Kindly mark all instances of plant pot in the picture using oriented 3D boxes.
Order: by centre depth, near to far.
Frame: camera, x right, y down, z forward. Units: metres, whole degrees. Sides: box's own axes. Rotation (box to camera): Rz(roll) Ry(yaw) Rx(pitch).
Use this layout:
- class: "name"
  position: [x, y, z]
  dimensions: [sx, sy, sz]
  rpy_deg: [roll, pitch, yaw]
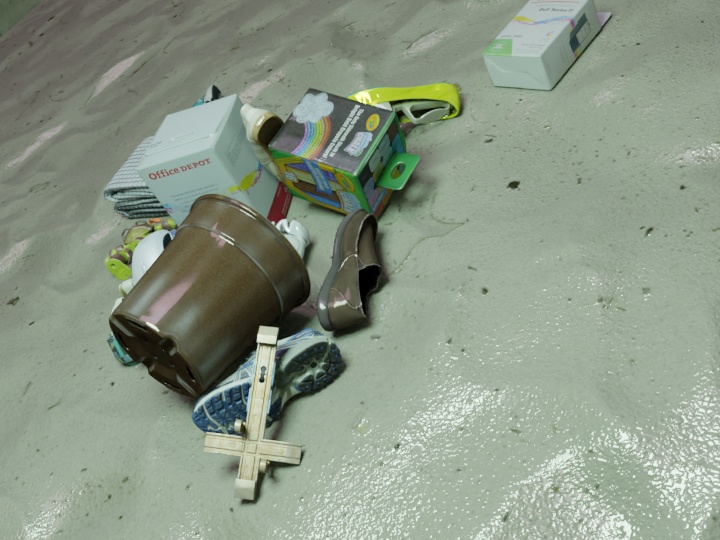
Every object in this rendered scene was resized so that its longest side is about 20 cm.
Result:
- class: "plant pot"
  position: [-0.201, 0.040, 1.074]
  dimensions: [0.200, 0.201, 0.198]
  rpy_deg: [9, 48, 40]

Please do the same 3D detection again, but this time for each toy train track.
- class: "toy train track"
  position: [-0.121, 0.163, 0.975]
  dimensions: [0.114, 0.033, 0.201]
  rpy_deg: [6, 74, 3]

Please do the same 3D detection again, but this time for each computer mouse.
- class: "computer mouse"
  position: [-0.306, 0.020, 1.230]
  dimensions: [0.109, 0.044, 0.201]
  rpy_deg: [-28, 56, 19]

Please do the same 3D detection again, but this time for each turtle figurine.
- class: "turtle figurine"
  position: [-0.353, -0.051, 1.381]
  dimensions: [0.199, 0.065, 0.161]
  rpy_deg: [-22, 19, 6]

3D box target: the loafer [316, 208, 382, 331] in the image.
- class: "loafer"
  position: [0.000, 0.000, 1.127]
  dimensions: [0.071, 0.073, 0.201]
  rpy_deg: [0, 51, 19]

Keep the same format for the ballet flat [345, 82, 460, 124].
- class: "ballet flat"
  position: [0.065, -0.257, 1.334]
  dimensions: [0.199, 0.067, 0.067]
  rpy_deg: [-9, 55, -6]

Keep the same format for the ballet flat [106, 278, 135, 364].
- class: "ballet flat"
  position: [-0.348, 0.053, 1.294]
  dimensions: [0.074, 0.074, 0.201]
  rpy_deg: [-21, 39, 13]

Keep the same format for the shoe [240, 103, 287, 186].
- class: "shoe"
  position: [-0.127, -0.190, 1.280]
  dimensions: [0.053, 0.200, 0.070]
  rpy_deg: [32, 80, 25]

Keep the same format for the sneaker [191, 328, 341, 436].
- class: "sneaker"
  position: [-0.121, 0.138, 1.056]
  dimensions: [0.199, 0.077, 0.085]
  rpy_deg: [-27, 27, -7]

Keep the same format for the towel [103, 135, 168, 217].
- class: "towel"
  position: [-0.356, -0.178, 1.544]
  dimensions: [0.199, 0.086, 0.166]
  rpy_deg: [0, 45, 36]

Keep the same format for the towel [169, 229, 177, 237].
- class: "towel"
  position: [-0.259, 0.022, 1.238]
  dimensions: [0.144, 0.024, 0.201]
  rpy_deg: [-15, 63, 27]

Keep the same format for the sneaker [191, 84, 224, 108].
- class: "sneaker"
  position: [-0.308, -0.293, 1.657]
  dimensions: [0.079, 0.078, 0.200]
  rpy_deg: [-30, 27, 16]

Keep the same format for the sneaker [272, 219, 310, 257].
- class: "sneaker"
  position: [-0.172, -0.015, 1.253]
  dimensions: [0.199, 0.075, 0.081]
  rpy_deg: [-14, 49, 21]

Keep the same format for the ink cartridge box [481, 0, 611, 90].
- class: "ink cartridge box"
  position: [0.299, -0.378, 1.334]
  dimensions: [0.117, 0.067, 0.200]
  rpy_deg: [17, 58, 44]

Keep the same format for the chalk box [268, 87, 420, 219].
- class: "chalk box"
  position: [-0.009, -0.162, 1.228]
  dimensions: [0.199, 0.124, 0.125]
  rpy_deg: [22, 67, 25]

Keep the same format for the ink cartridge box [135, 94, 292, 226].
- class: "ink cartridge box"
  position: [-0.223, -0.145, 1.319]
  dimensions: [0.145, 0.200, 0.145]
  rpy_deg: [-11, 42, 23]
